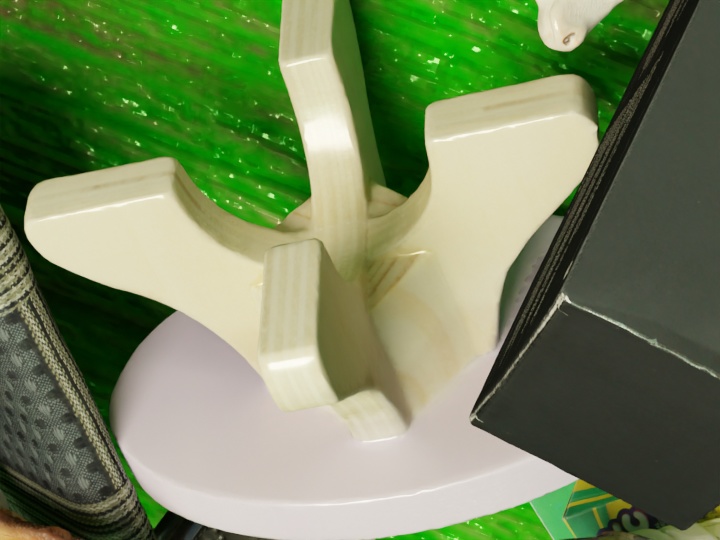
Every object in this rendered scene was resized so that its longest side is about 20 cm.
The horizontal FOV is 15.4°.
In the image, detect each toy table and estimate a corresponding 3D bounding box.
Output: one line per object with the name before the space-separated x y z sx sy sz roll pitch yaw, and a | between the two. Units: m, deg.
toy table | 0.000 0.000 0.864 0.199 0.184 0.117 -19 132 4

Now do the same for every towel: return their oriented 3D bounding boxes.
towel | -0.148 0.018 0.952 0.200 0.035 0.193 20 140 53

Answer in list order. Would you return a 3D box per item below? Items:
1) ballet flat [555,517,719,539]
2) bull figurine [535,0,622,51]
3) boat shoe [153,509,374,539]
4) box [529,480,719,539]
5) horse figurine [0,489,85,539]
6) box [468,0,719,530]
ballet flat | 0.135 0.128 0.897 0.200 0.071 0.069 32 158 -10
bull figurine | 0.033 -0.161 0.789 0.121 0.065 0.201 -8 116 -13
boat shoe | -0.060 0.126 0.957 0.072 0.061 0.201 40 106 22
box | 0.163 0.096 0.936 0.200 0.048 0.117 -22 113 32
horse figurine | -0.142 0.097 0.939 0.200 0.050 0.133 42 151 31
box | 0.114 -0.043 0.737 0.079 0.200 0.141 26 163 3
